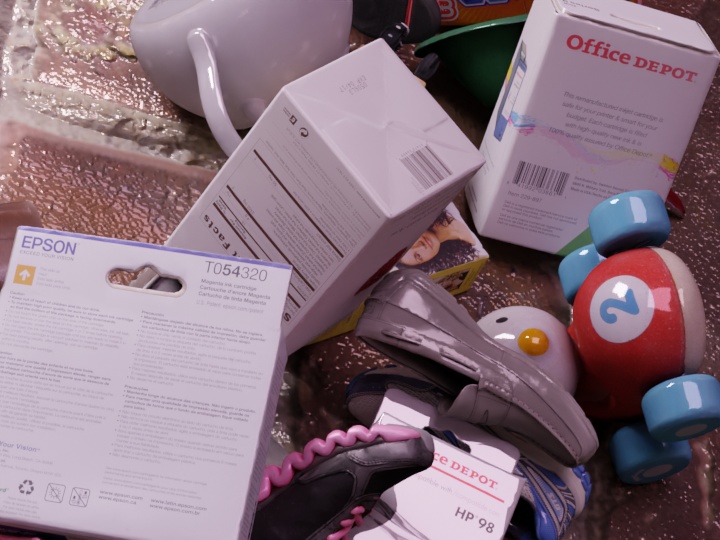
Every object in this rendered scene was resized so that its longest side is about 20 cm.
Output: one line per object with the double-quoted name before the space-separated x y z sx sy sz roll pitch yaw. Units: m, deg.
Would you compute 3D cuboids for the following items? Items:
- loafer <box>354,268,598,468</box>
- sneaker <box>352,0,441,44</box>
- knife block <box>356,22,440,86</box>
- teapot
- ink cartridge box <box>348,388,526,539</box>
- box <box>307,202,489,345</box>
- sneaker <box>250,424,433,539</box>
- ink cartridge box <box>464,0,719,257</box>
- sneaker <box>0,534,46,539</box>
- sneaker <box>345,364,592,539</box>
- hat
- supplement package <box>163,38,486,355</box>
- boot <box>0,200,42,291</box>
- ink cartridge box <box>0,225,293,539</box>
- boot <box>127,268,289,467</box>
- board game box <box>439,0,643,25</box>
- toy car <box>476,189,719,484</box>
"loafer" 0.082 0.082 1.602 0.199 0.070 0.070 38 68 -2
"sneaker" 0.001 -0.267 1.929 0.199 0.074 0.087 33 36 23
"knife block" 0.009 -0.138 1.778 0.064 0.200 0.176 30 76 3
"teapot" -0.079 -0.179 1.785 0.200 0.197 0.147 -38 110 -17
"ink cartridge box" 0.037 0.181 1.552 0.115 0.067 0.201 25 68 -2
"box" 0.000 0.000 1.739 0.199 0.050 0.076 -19 63 -34
"sneaker" -0.034 0.170 1.475 0.096 0.199 0.079 69 14 19
"ink cartridge box" 0.186 -0.117 1.807 0.144 0.201 0.088 13 25 -12
"sneaker" -0.201 0.213 1.445 0.198 0.096 0.079 16 46 -13
"sneaker" 0.074 0.141 1.641 0.199 0.077 0.085 28 51 1
"hat" 0.155 -0.119 1.885 0.198 0.166 0.178 -10 87 14
"supplement package" -0.029 -0.043 1.579 0.120 0.200 0.121 49 44 9
"boot" -0.299 0.024 1.584 0.198 0.064 0.188 2 54 -29
"ink cartridge box" -0.152 0.082 1.454 0.194 0.043 0.202 9 70 10
"boot" -0.106 0.095 1.600 0.199 0.073 0.182 34 61 14
"board game box" 0.149 -0.355 1.947 0.198 0.201 0.201 1 45 17
"toy car" 0.148 0.063 1.686 0.198 0.177 0.186 -9 68 -14
